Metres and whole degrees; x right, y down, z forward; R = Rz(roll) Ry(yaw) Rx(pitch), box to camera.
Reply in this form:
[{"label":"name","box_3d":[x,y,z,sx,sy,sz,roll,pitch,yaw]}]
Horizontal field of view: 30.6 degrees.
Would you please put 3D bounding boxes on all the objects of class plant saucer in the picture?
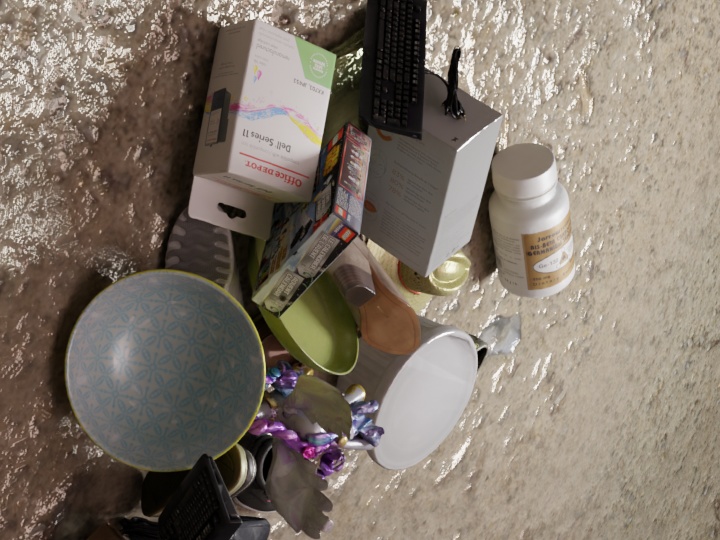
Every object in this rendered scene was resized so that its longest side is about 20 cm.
[{"label":"plant saucer","box_3d":[-0.069,0.030,1.475,0.200,0.031,0.201,49,24,-31]}]

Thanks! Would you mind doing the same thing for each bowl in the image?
[{"label":"bowl","box_3d":[-0.192,0.096,1.338,0.108,0.198,0.202,-105,-146,-87]}]

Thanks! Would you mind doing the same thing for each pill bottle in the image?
[{"label":"pill bottle","box_3d":[0.239,-0.071,1.852,0.114,0.114,0.202,-42,136,-33]}]

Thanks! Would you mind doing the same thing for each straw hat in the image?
[{"label":"straw hat","box_3d":[0.095,-0.008,1.714,0.200,0.084,0.204,-27,126,-44]}]

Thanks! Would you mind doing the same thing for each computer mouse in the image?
[{"label":"computer mouse","box_3d":[-0.172,0.307,1.489,0.200,0.137,0.053,19,72,-65]}]

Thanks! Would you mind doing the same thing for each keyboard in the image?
[{"label":"keyboard","box_3d":[0.063,-0.231,1.483,0.021,0.126,0.202,123,-24,-54]},{"label":"keyboard","box_3d":[-0.157,0.272,1.298,0.020,0.128,0.200,-17,159,-30]}]

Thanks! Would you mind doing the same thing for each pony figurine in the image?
[{"label":"pony figurine","box_3d":[-0.062,0.172,1.432,0.199,0.192,0.168,-4,117,-54]}]

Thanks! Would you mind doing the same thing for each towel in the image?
[{"label":"towel","box_3d":[-0.018,-0.193,1.520,0.200,0.036,0.150,-40,136,-37]}]

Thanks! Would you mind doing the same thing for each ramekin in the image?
[{"label":"ramekin","box_3d":[0.055,0.148,1.709,0.201,0.094,0.204,-30,136,-34]}]

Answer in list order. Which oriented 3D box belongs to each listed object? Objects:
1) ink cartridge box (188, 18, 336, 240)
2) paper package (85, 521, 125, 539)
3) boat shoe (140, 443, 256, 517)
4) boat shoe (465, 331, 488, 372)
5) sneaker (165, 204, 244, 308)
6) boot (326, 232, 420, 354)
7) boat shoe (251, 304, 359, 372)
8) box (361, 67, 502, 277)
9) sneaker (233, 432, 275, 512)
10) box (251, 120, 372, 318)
[{"label":"ink cartridge box","box_3d":[-0.101,-0.141,1.352,0.116,0.067,0.203,16,80,-41]},{"label":"paper package","box_3d":[-0.277,0.398,1.371,0.200,0.103,0.191,-43,139,-16]},{"label":"boat shoe","box_3d":[-0.163,0.223,1.397,0.065,0.200,0.073,13,63,-36]},{"label":"boat shoe","box_3d":[0.112,0.176,1.846,0.203,0.060,0.072,-60,143,-14]},{"label":"sneaker","box_3d":[-0.164,0.017,1.418,0.082,0.074,0.203,-70,161,-69]},{"label":"boot","box_3d":[0.000,0.000,1.550,0.070,0.147,0.200,-30,142,7]},{"label":"boat shoe","box_3d":[-0.075,0.078,1.545,0.199,0.067,0.073,-28,128,-43]},{"label":"box","box_3d":[0.075,-0.116,1.558,0.097,0.124,0.201,-37,152,-38]},{"label":"sneaker","box_3d":[-0.108,0.247,1.556,0.071,0.098,0.201,-56,144,-21]},{"label":"box","box_3d":[-0.049,-0.057,1.391,0.137,0.040,0.201,-46,-161,28]}]
